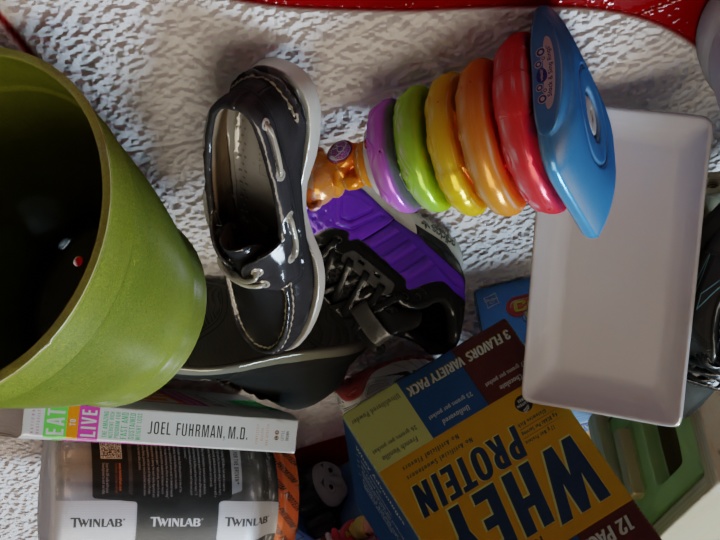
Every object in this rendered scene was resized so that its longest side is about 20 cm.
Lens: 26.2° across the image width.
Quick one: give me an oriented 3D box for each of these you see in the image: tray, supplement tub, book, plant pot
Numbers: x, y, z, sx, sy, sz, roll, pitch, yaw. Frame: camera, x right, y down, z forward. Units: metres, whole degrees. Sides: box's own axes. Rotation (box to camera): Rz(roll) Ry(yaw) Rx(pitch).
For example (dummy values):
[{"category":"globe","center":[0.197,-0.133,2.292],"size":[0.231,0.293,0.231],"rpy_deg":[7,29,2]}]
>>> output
[{"category":"tray","center":[0.163,-0.005,0.985],"size":[0.107,0.201,0.022],"rpy_deg":[9,-164,22]},{"category":"supplement tub","center":[-0.156,0.185,1.250],"size":[0.199,0.123,0.123],"rpy_deg":[3,146,-16]},{"category":"book","center":[-0.162,0.110,1.141],"size":[0.199,0.048,0.133],"rpy_deg":[7,179,-23]},{"category":"plant pot","center":[-0.187,0.000,0.913],"size":[0.199,0.201,0.193],"rpy_deg":[-18,158,16]}]

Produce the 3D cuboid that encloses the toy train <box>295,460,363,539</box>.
[{"category":"toy train","center":[-0.070,0.231,1.379],"size":[0.199,0.087,0.114],"rpy_deg":[-29,134,26]}]

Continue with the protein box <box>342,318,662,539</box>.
[{"category":"protein box","center":[0.097,0.181,1.088],"size":[0.134,0.199,0.200],"rpy_deg":[-29,157,-11]}]

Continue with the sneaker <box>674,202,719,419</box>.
[{"category":"sneaker","center":[0.224,0.040,0.998],"size":[0.075,0.080,0.201],"rpy_deg":[8,136,-6]}]

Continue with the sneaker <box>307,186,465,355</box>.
[{"category":"sneaker","center":[0.001,0.000,1.013],"size":[0.200,0.100,0.069],"rpy_deg":[25,135,-36]}]

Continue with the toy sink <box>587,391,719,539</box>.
[{"category":"toy sink","center":[0.250,0.147,1.172],"size":[0.111,0.131,0.200],"rpy_deg":[3,147,-18]}]

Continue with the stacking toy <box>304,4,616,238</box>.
[{"category":"stacking toy","center":[0.043,-0.073,0.924],"size":[0.199,0.117,0.110],"rpy_deg":[-10,150,21]}]

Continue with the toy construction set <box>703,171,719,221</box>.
[{"category":"toy construction set","center":[0.247,-0.020,1.048],"size":[0.199,0.092,0.132],"rpy_deg":[-15,133,2]}]

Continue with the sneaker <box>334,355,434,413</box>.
[{"category":"sneaker","center":[0.053,0.128,1.242],"size":[0.078,0.083,0.200],"rpy_deg":[-27,144,27]}]

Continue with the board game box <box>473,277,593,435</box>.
[{"category":"board game box","center":[0.204,0.063,1.203],"size":[0.199,0.056,0.196],"rpy_deg":[-13,147,8]}]

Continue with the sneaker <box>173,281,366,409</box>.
[{"category":"sneaker","center":[-0.092,0.065,1.122],"size":[0.199,0.075,0.106],"rpy_deg":[0,147,-15]}]

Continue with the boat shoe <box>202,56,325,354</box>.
[{"category":"boat shoe","center":[-0.062,-0.027,0.928],"size":[0.074,0.060,0.201],"rpy_deg":[22,128,21]}]

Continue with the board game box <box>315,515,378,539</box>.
[{"category":"board game box","center":[0.020,0.214,1.264],"size":[0.199,0.039,0.158],"rpy_deg":[-22,174,-8]}]

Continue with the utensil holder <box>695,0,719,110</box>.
[{"category":"utensil holder","center":[0.296,-0.072,0.878],"size":[0.169,0.201,0.170],"rpy_deg":[-5,148,-3]}]
